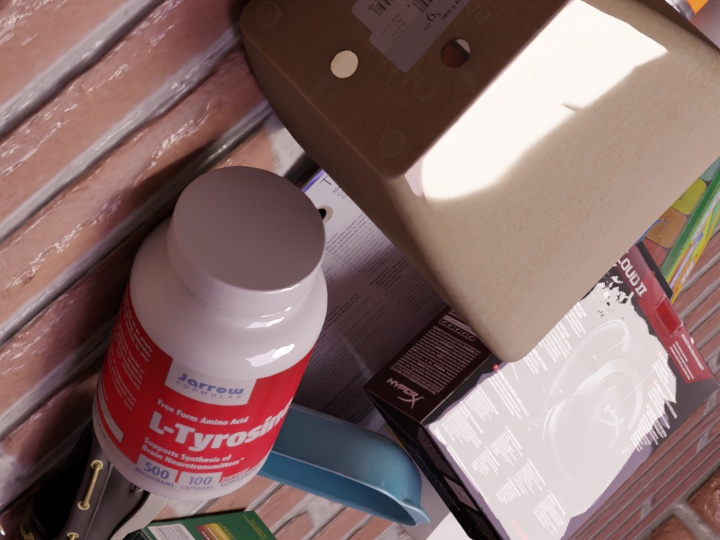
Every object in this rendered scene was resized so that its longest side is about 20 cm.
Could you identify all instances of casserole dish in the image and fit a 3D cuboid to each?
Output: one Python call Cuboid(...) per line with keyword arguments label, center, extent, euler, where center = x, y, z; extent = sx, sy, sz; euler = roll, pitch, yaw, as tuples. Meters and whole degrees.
Cuboid(label="casserole dish", center=(-0.042, 0.113, 1.503), extent=(0.121, 0.199, 0.039), euler=(55, 55, -68))

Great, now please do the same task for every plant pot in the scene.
Cuboid(label="plant pot", center=(0.054, -0.107, 1.206), extent=(0.200, 0.200, 0.177), euler=(-46, 150, 5))

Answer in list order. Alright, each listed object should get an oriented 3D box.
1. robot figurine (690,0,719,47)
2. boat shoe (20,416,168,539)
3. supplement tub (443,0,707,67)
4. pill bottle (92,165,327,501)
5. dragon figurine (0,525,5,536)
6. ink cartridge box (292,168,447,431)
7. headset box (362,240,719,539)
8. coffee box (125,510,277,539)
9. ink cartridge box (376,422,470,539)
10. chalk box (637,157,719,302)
Cuboid(label="robot figurine", center=(0.171, -0.114, 1.471), extent=(0.199, 0.113, 0.170), euler=(-18, -150, 27))
Cuboid(label="boat shoe", center=(-0.177, 0.150, 1.467), extent=(0.201, 0.060, 0.072), euler=(-49, -152, 43))
Cuboid(label="supplement tub", center=(0.137, -0.163, 1.376), extent=(0.200, 0.107, 0.107), euler=(-46, 163, 4))
Cuboid(label="pill bottle", center=(-0.083, 0.035, 1.323), extent=(0.112, 0.112, 0.200), euler=(-32, 159, -34))
Cuboid(label="dragon figurine", center=(-0.275, 0.146, 1.230), extent=(0.100, 0.059, 0.200), euler=(-48, 162, 12))
Cuboid(label="ink cartridge box", center=(0.000, 0.000, 1.472), extent=(0.196, 0.043, 0.200), euler=(-44, 132, 13))
Cuboid(label="headset box", center=(0.123, 0.066, 1.472), extent=(0.200, 0.077, 0.149), euler=(-44, 123, -13))
Cuboid(label="coffee box", center=(-0.146, 0.241, 1.768), extent=(0.123, 0.044, 0.200), euler=(-48, 162, 12))
Cuboid(label="ink cartridge box", center=(0.052, 0.095, 1.614), extent=(0.125, 0.200, 0.128), euler=(-49, 162, 10))
Cuboid(label="chalk box", center=(0.186, -0.050, 1.662), extent=(0.125, 0.123, 0.200), euler=(-57, 169, -10))
